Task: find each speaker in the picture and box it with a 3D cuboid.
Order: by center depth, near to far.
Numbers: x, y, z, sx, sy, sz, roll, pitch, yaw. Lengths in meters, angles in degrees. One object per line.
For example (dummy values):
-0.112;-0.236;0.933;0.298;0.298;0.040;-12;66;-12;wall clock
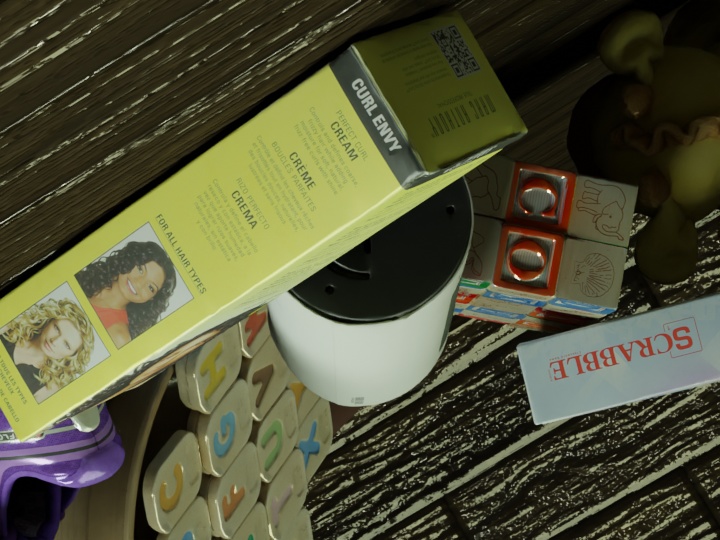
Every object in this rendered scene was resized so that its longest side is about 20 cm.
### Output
0.000;0.000;0.954;0.081;0.081;0.200;-30;170;-7;speaker

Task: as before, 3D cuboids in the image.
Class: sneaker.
-0.163;0.089;0.982;0.080;0.084;0.200;-28;177;-39;sneaker

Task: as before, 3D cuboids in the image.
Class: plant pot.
-0.113;0.108;1.284;0.092;0.202;0.201;9;-166;22;plant pot

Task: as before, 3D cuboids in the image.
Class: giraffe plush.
0.176;-0.068;1.201;0.162;0.173;0.200;-20;164;-31;giraffe plush

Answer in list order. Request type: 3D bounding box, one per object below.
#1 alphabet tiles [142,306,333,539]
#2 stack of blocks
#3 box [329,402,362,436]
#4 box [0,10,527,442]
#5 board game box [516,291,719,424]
-0.058;0.100;1.277;0.015;0.201;0.196;8;-145;23;alphabet tiles
0.058;-0.013;1.159;0.115;0.059;0.200;11;175;-2;stack of blocks
-0.052;0.077;1.440;0.200;0.075;0.100;-46;169;-19;box
-0.043;-0.012;0.816;0.200;0.050;0.075;-34;176;34;box
0.179;0.032;1.196;0.199;0.041;0.200;-15;176;4;board game box
